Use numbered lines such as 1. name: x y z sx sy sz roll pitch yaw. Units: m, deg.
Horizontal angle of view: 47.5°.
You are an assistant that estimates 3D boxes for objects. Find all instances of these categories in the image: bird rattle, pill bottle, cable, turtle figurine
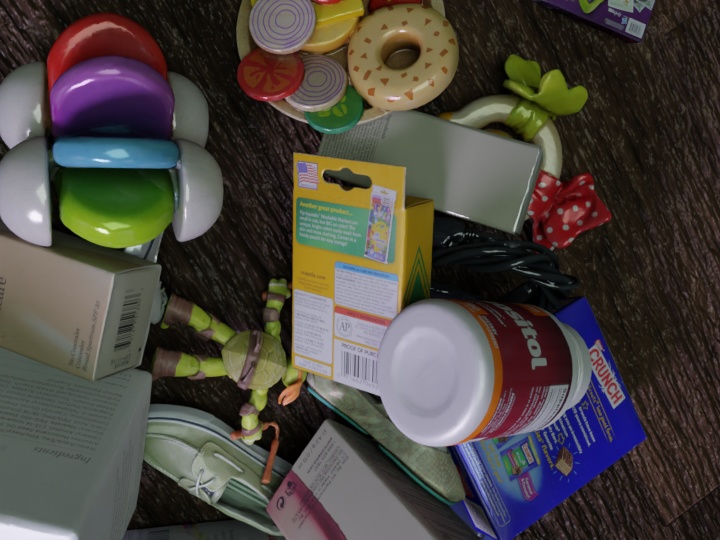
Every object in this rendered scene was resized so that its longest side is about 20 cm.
1. bird rattle: 0.156 -0.108 0.824 0.159 0.113 0.204 -11 114 3
2. pill bottle: 0.114 0.084 0.699 0.198 0.112 0.115 5 101 -48
3. cable: 0.107 0.013 0.769 0.164 0.196 0.052 59 45 -50
4. turtle figurine: -0.116 0.092 0.779 0.158 0.064 0.204 15 84 -16

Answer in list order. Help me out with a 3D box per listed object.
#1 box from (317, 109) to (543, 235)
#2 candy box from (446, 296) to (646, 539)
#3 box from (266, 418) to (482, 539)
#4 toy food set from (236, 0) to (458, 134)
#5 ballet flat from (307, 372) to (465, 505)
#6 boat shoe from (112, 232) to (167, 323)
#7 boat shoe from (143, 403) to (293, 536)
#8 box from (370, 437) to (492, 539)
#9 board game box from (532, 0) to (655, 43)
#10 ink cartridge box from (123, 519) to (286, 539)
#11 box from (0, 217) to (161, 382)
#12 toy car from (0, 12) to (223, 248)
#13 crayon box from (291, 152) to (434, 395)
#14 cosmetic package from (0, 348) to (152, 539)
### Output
1. box: 0.063 -0.099 0.754 0.196 0.068 0.084 20 95 13
2. candy box: 0.174 0.148 0.844 0.198 0.077 0.172 -28 97 -16
3. box: 0.026 0.248 0.739 0.127 0.199 0.110 36 91 -42
4. toy food set: -0.020 -0.218 0.726 0.194 0.049 0.204 -15 76 0
5. ballet flat: 0.031 0.143 0.795 0.199 0.067 0.063 36 97 17
6. boat shoe: -0.215 0.026 0.763 0.066 0.074 0.203 19 105 -31
7. boat shoe: -0.139 0.194 0.798 0.197 0.062 0.073 28 114 -17
8. box: 0.103 0.216 0.887 0.198 0.032 0.123 30 92 -18
9. board game box: 0.215 -0.320 0.816 0.196 0.032 0.122 17 100 -17
10. ink cartridge box: -0.153 0.311 0.782 0.195 0.144 0.087 -3 102 -13
11. box: -0.278 0.014 0.689 0.196 0.078 0.097 16 99 13
12. toy car: -0.199 -0.119 0.657 0.171 0.203 0.151 -1 142 -22
13. crayon box: 0.000 0.000 0.730 0.051 0.124 0.205 -18 115 -51
14. cosmetic package: -0.281 0.188 0.668 0.161 0.201 0.168 13 116 -3
